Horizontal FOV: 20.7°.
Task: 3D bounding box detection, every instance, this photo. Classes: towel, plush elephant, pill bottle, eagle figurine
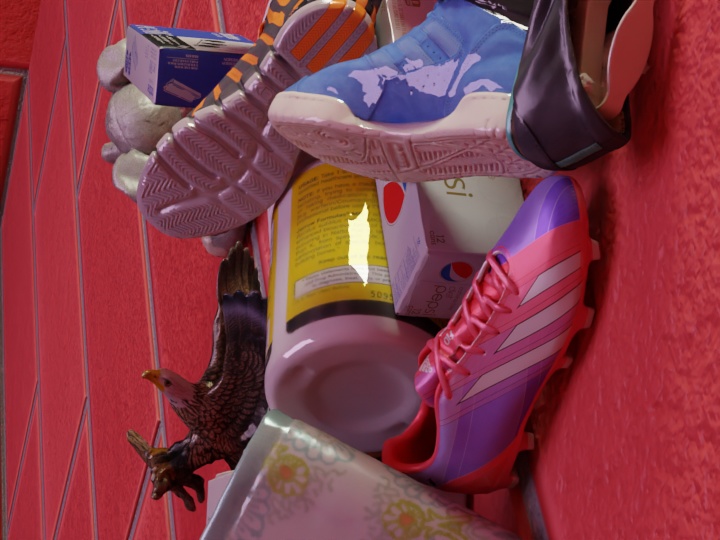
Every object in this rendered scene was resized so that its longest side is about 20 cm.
[{"bbox_3d":[-0.020,0.200,1.059,0.201,0.170,0.048,-64,-10,1],"label":"towel"},{"bbox_3d":[-0.164,-0.119,1.751,0.200,0.154,0.166,128,143,-63],"label":"plush elephant"},{"bbox_3d":[0.000,0.000,1.205,0.115,0.114,0.201,112,164,-46],"label":"pill bottle"},{"bbox_3d":[-0.112,0.098,1.621,0.152,0.151,0.200,40,97,23],"label":"eagle figurine"}]

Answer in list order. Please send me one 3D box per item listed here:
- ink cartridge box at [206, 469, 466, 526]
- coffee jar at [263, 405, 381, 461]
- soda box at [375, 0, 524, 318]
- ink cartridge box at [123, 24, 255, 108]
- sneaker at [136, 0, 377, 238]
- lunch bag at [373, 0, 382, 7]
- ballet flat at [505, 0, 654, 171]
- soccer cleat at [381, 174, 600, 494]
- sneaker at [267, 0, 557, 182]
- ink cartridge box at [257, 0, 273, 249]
[{"bbox_3d":[-0.016,0.219,1.155,0.084,0.143,0.201,147,126,-69],"label":"ink cartridge box"},{"bbox_3d":[-0.022,0.111,1.315,0.201,0.085,0.105,112,164,-47],"label":"coffee jar"},{"bbox_3d":[0.048,-0.069,1.155,0.064,0.068,0.201,115,154,-49],"label":"soda box"},{"bbox_3d":[-0.121,-0.153,1.481,0.200,0.093,0.045,-138,53,-73],"label":"ink cartridge box"},{"bbox_3d":[-0.058,-0.107,1.234,0.200,0.078,0.112,-41,18,20],"label":"sneaker"},{"bbox_3d":[-0.026,-0.284,1.353,0.200,0.139,0.168,-113,4,-57],"label":"lunch bag"},{"bbox_3d":[0.117,-0.146,0.959,0.073,0.073,0.201,150,130,-71],"label":"ballet flat"},{"bbox_3d":[0.068,0.038,1.036,0.067,0.076,0.201,-106,25,-51],"label":"soccer cleat"},{"bbox_3d":[0.042,-0.112,1.064,0.199,0.077,0.112,3,67,46],"label":"sneaker"},{"bbox_3d":[-0.029,-0.121,1.438,0.115,0.067,0.201,116,153,-54],"label":"ink cartridge box"}]
